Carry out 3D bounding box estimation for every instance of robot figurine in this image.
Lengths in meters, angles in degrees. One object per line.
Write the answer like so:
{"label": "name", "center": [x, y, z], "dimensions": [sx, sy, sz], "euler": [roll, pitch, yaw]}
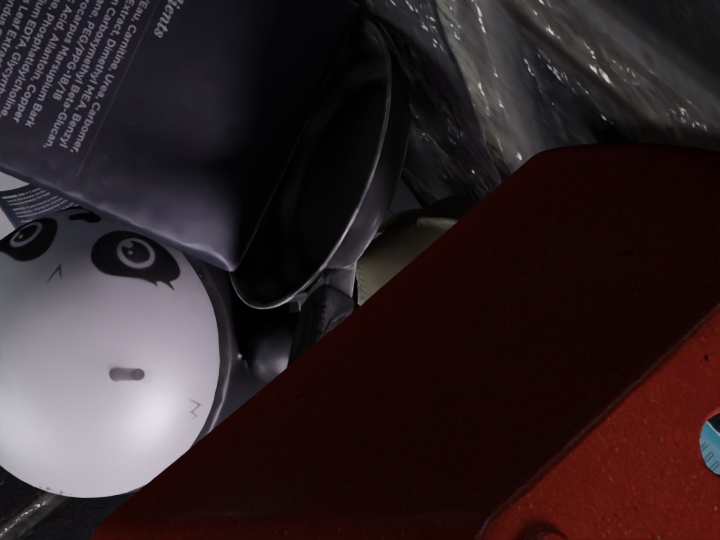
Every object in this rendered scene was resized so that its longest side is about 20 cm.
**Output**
{"label": "robot figurine", "center": [-0.098, 0.029, 0.943], "dimensions": [0.125, 0.150, 0.200], "euler": [53, -165, 8]}

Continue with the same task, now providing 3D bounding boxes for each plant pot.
{"label": "plant pot", "center": [0.079, 0.085, 0.562], "dimensions": [0.201, 0.199, 0.176], "euler": [53, 160, -6]}

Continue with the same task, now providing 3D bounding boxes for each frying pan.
{"label": "frying pan", "center": [-0.006, -0.019, 0.779], "dimensions": [0.031, 0.115, 0.190], "euler": [20, -155, -27]}

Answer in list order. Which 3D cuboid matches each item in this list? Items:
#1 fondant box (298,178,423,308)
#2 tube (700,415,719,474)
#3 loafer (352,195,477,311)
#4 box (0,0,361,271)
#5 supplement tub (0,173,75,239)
{"label": "fondant box", "center": [0.000, 0.000, 1.005], "dimensions": [0.201, 0.058, 0.144], "euler": [53, 171, -10]}
{"label": "tube", "center": [0.110, 0.078, 0.815], "dimensions": [0.077, 0.050, 0.200], "euler": [44, 164, 12]}
{"label": "loafer", "center": [0.036, 0.015, 0.791], "dimensions": [0.200, 0.068, 0.076], "euler": [-166, 58, -77]}
{"label": "box", "center": [-0.137, -0.108, 0.845], "dimensions": [0.199, 0.118, 0.197], "euler": [23, -175, -26]}
{"label": "supplement tub", "center": [-0.239, -0.095, 1.570], "dimensions": [0.140, 0.140, 0.200], "euler": [46, 169, 32]}
